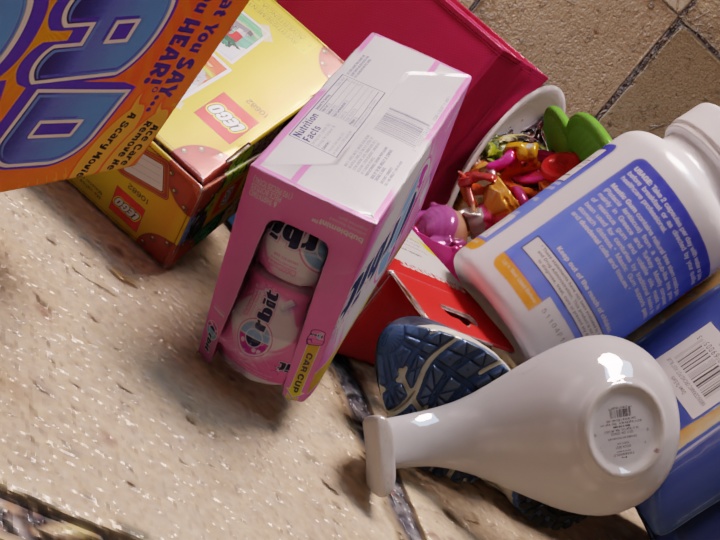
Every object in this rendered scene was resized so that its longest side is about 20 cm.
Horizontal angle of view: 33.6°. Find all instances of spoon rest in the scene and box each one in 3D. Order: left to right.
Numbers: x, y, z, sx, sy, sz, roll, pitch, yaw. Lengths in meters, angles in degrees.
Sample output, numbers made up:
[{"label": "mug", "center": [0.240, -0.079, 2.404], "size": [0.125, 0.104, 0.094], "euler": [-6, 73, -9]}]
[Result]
[{"label": "spoon rest", "center": [0.088, 0.087, 0.643], "size": [0.199, 0.100, 0.061], "euler": [-1, -2, -24]}]

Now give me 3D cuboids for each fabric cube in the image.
[{"label": "fabric cube", "center": [0.015, -0.163, 1.054], "size": [0.196, 0.200, 0.200], "euler": [42, 14, 14]}]

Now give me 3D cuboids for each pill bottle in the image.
[{"label": "pill bottle", "center": [0.171, -0.021, 0.792], "size": [0.112, 0.199, 0.112], "euler": [55, -3, 5]}]

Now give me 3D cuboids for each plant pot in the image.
[{"label": "plant pot", "center": [0.260, 0.115, 0.765], "size": [0.180, 0.200, 0.200], "euler": [52, 8, -21]}]

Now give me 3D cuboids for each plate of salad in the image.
[{"label": "plate of salad", "center": [0.138, -0.076, 1.098], "size": [0.048, 0.201, 0.200], "euler": [34, 11, 23]}]

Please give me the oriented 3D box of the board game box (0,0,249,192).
[{"label": "board game box", "center": [-0.161, -0.161, 0.422], "size": [0.200, 0.200, 0.200], "euler": [-19, 68, -50]}]

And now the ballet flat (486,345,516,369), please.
[{"label": "ballet flat", "center": [0.157, 0.086, 0.943], "size": [0.200, 0.068, 0.067], "euler": [42, 21, 14]}]

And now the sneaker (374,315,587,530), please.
[{"label": "sneaker", "center": [0.068, 0.085, 0.721], "size": [0.200, 0.077, 0.085], "euler": [42, 6, -35]}]

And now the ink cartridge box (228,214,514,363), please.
[{"label": "ink cartridge box", "center": [0.000, 0.000, 0.788], "size": [0.116, 0.067, 0.200], "euler": [21, 24, -51]}]

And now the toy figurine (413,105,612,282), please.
[{"label": "toy figurine", "center": [0.103, -0.037, 0.939], "size": [0.200, 0.183, 0.151], "euler": [-113, -175, -51]}]

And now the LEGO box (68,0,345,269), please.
[{"label": "LEGO box", "center": [-0.127, -0.123, 0.685], "size": [0.200, 0.077, 0.149], "euler": [42, 48, 6]}]

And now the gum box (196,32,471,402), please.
[{"label": "gum box", "center": [-0.011, -0.033, 0.630], "size": [0.066, 0.114, 0.200], "euler": [25, 34, 6]}]
